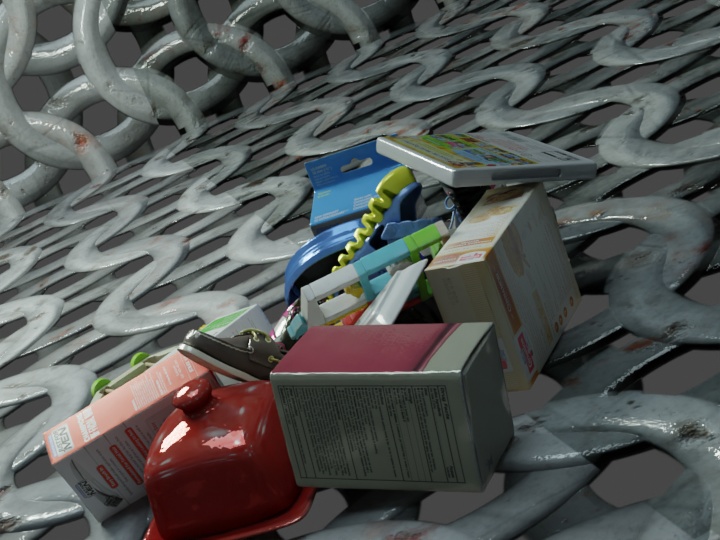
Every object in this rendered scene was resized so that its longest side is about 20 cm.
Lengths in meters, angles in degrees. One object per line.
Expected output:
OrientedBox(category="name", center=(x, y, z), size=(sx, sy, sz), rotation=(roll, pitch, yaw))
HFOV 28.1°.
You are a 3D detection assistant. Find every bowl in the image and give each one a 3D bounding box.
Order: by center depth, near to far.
OrientedBox(category="bowl", center=(0.000, 0.000, 1.772), size=(0.200, 0.201, 0.040), rotation=(-22, 61, 7))

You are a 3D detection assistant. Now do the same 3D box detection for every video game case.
OrientedBox(category="video game case", center=(0.140, -0.129, 1.640), size=(0.181, 0.023, 0.200), rotation=(-5, 17, -24))

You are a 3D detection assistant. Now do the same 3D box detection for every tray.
OrientedBox(category="tray", center=(0.003, 0.068, 1.516), size=(0.200, 0.022, 0.108), rotation=(-53, 6, 50))

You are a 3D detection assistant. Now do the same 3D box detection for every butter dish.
OrientedBox(category="butter dish", center=(-0.144, 0.178, 1.474), size=(0.199, 0.148, 0.200), rotation=(-18, 22, 20))

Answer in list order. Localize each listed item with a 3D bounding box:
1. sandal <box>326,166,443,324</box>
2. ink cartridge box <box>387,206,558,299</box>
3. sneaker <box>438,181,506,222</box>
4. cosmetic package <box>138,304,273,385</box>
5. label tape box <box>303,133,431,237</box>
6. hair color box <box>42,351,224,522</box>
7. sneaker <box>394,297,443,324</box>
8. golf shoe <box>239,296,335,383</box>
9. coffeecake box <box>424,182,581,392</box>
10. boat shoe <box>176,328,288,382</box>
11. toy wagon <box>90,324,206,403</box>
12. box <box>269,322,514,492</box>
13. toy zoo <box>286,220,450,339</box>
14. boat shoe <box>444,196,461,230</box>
OrientedBox(category="sandal", center=(0.029, -0.013, 1.633), size=(0.201, 0.087, 0.079), rotation=(-63, -19, 19))
OrientedBox(category="ink cartridge box", center=(0.138, -0.010, 1.689), size=(0.199, 0.100, 0.039), rotation=(-12, 48, 7))
OrientedBox(category="sneaker", center=(0.150, -0.074, 1.803), size=(0.083, 0.200, 0.121), rotation=(-25, 61, 17))
OrientedBox(category="cosmetic package", center=(-0.198, 0.134, 1.768), size=(0.200, 0.085, 0.107), rotation=(-37, 11, -39))
OrientedBox(category="label tape box", center=(0.015, -0.058, 1.868), size=(0.144, 0.201, 0.063), rotation=(-16, 18, 24))
OrientedBox(category="hair color box", center=(-0.238, 0.181, 1.607), size=(0.199, 0.111, 0.064), rotation=(-31, 39, -4))
OrientedBox(category="sneaker", center=(0.058, 0.074, 1.648), size=(0.099, 0.071, 0.200), rotation=(-30, 14, -2))
OrientedBox(category="golf shoe", center=(-0.079, 0.089, 1.700), size=(0.200, 0.073, 0.092), rotation=(-46, 2, -32))
OrientedBox(category="coffeecake box", center=(0.158, 0.016, 1.547), size=(0.073, 0.154, 0.200), rotation=(-10, 22, 30))
OrientedBox(category="boat shoe", center=(-0.110, 0.096, 1.556), size=(0.072, 0.199, 0.060), rotation=(16, 82, 53))
OrientedBox(category="toy wagon", center=(-0.267, 0.139, 1.933), size=(0.200, 0.040, 0.155), rotation=(-34, 21, -32))
OrientedBox(category="box", center=(0.032, 0.129, 1.378), size=(0.199, 0.129, 0.109), rotation=(-2, 24, 24))
OrientedBox(category="toy zoo", center=(0.010, 0.024, 1.574), size=(0.199, 0.021, 0.131), rotation=(-26, -26, -3))
OrientedBox(category="boat shoe", center=(0.151, -0.094, 2.013), size=(0.084, 0.069, 0.200), rotation=(-24, 18, 0))
